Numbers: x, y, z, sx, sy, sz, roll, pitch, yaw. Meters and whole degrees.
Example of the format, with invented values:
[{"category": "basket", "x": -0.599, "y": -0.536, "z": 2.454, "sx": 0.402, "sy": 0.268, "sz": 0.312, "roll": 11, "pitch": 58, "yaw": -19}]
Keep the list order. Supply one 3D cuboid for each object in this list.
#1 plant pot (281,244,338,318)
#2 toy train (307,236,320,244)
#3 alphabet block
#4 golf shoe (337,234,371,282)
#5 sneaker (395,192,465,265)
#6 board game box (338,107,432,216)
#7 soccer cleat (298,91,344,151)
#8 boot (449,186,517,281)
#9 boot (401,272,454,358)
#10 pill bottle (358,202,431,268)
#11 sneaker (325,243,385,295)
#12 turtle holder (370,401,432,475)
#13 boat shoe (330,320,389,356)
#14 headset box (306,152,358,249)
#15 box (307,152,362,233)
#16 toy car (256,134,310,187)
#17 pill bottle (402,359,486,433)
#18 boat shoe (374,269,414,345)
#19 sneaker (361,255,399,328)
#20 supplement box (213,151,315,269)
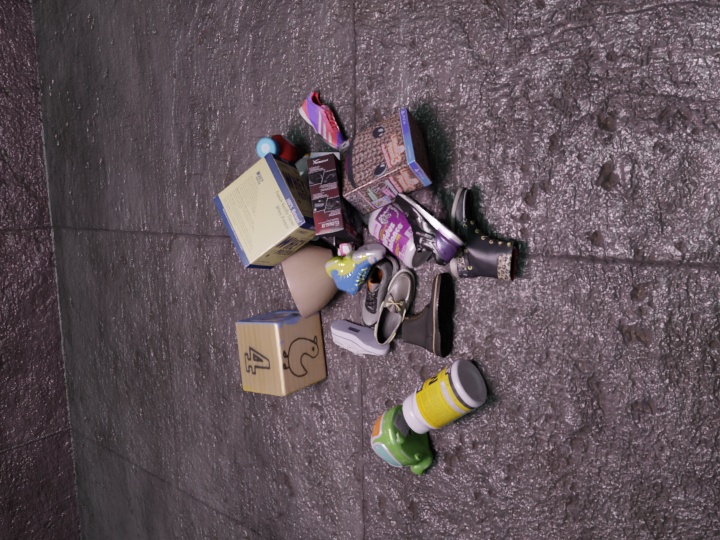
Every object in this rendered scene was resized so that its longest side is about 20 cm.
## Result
[{"category": "plant pot", "x": -0.126, "y": 0.011, "z": 1.543, "sx": 0.130, "sy": 0.200, "sz": 0.207, "roll": -21, "pitch": 82, "yaw": 2}, {"category": "toy train", "x": -0.194, "y": -0.130, "z": 1.559, "sx": 0.084, "sy": 0.195, "sz": 0.118, "roll": -25, "pitch": 70, "yaw": 50}, {"category": "alphabet block", "x": -0.233, "y": 0.235, "z": 1.644, "sx": 0.192, "sy": 0.192, "sz": 0.209, "roll": -3, "pitch": 96, "yaw": 40}, {"category": "golf shoe", "x": -0.037, "y": -0.056, "z": 1.513, "sx": 0.090, "sy": 0.071, "sz": 0.207, "roll": -21, "pitch": 83, "yaw": 38}, {"category": "sneaker", "x": 0.136, "y": -0.093, "z": 1.257, "sx": 0.200, "sy": 0.075, "sz": 0.089, "roll": 44, "pitch": 103, "yaw": 25}, {"category": "board game box", "x": 0.056, "y": -0.256, "z": 1.328, "sx": 0.195, "sy": 0.096, "sz": 0.165, "roll": -23, "pitch": 56, "yaw": 24}, {"category": "soccer cleat", "x": -0.093, "y": -0.402, "z": 1.515, "sx": 0.201, "sy": 0.067, "sz": 0.074, "roll": 51, "pitch": 120, "yaw": 24}, {"category": "boot", "x": 0.280, "y": -0.079, "z": 1.256, "sx": 0.149, "sy": 0.073, "sz": 0.212, "roll": 8, "pitch": 101, "yaw": 33}, {"category": "boot", "x": 0.156, "y": 0.102, "z": 1.382, "sx": 0.135, "sy": 0.076, "sz": 0.209, "roll": 11, "pitch": 102, "yaw": 42}, {"category": "pill bottle", "x": 0.088, "y": -0.108, "z": 1.378, "sx": 0.199, "sy": 0.111, "sz": 0.115, "roll": 40, "pitch": 119, "yaw": 27}, {"category": "sneaker", "x": 0.000, "y": 0.000, "z": 1.425, "sx": 0.196, "sy": 0.075, "sz": 0.108, "roll": -13, "pitch": 106, "yaw": 43}, {"category": "turtle holder", "x": 0.110, "y": 0.437, "z": 1.442, "sx": 0.130, "sy": 0.182, "sz": 0.145, "roll": -33, "pitch": 44, "yaw": 36}, {"category": "boat shoe", "x": 0.001, "y": 0.197, "z": 1.531, "sx": 0.196, "sy": 0.073, "sz": 0.068, "roll": 22, "pitch": 126, "yaw": 38}, {"category": "headset box", "x": -0.065, "y": -0.158, "z": 1.363, "sx": 0.074, "sy": 0.149, "sz": 0.208, "roll": -9, "pitch": 82, "yaw": 12}, {"category": "box", "x": -0.064, "y": -0.205, "z": 1.467, "sx": 0.150, "sy": 0.041, "sz": 0.209, "roll": 3, "pitch": 82, "yaw": 14}, {"category": "toy car", "x": -0.169, "y": -0.286, "z": 1.558, "sx": 0.192, "sy": 0.184, "sz": 0.185, "roll": 1, "pitch": 98, "yaw": 9}, {"category": "pill bottle", "x": 0.199, "y": 0.310, "z": 1.348, "sx": 0.199, "sy": 0.113, "sz": 0.117, "roll": -41, "pitch": 72, "yaw": 35}, {"category": "boat shoe", "x": 0.087, "y": 0.098, "z": 1.428, "sx": 0.070, "sy": 0.060, "sz": 0.208, "roll": 22, "pitch": 110, "yaw": 7}, {"category": "sneaker", "x": 0.036, "y": 0.058, "z": 1.468, "sx": 0.073, "sy": 0.078, "sz": 0.207, "roll": 28, "pitch": 115, "yaw": 30}, {"category": "supplement box", "x": -0.226, "y": -0.144, "z": 1.402, "sx": 0.197, "sy": 0.134, "sz": 0.204, "roll": -33, "pitch": 78, "yaw": 17}]
